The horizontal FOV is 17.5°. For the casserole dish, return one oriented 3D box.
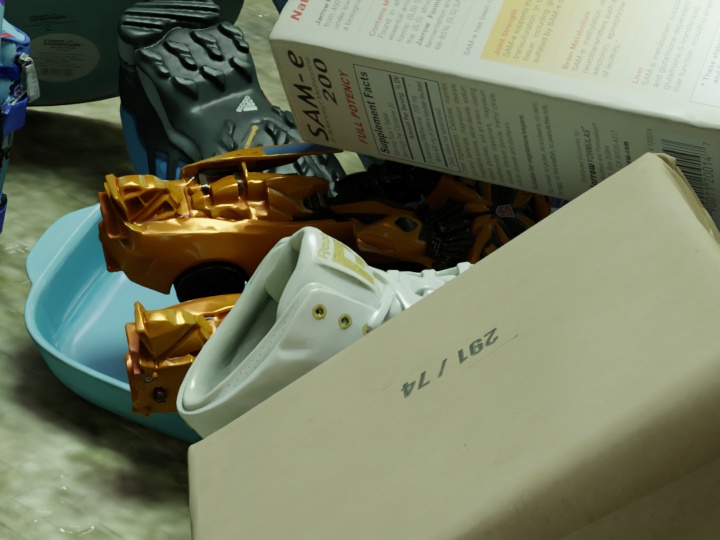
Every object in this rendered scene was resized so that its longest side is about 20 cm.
[{"bbox_3d":[-0.045,0.031,0.973,0.199,0.039,0.121,21,46,13],"label":"casserole dish"}]

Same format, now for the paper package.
[{"bbox_3d":[0.053,0.074,0.739,0.200,0.104,0.191,-32,17,6],"label":"paper package"}]

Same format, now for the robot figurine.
[{"bbox_3d":[0.000,0.000,0.939,0.199,0.058,0.145,-7,51,-12],"label":"robot figurine"}]

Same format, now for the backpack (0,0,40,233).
[{"bbox_3d":[-0.231,-0.110,1.017,0.182,0.201,0.134,24,27,25],"label":"backpack"}]

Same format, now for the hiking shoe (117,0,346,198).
[{"bbox_3d":[-0.056,-0.037,1.097,0.074,0.087,0.200,-14,58,-22],"label":"hiking shoe"}]

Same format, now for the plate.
[{"bbox_3d":[-0.153,-0.128,1.139,0.199,0.200,0.026,3,59,-20],"label":"plate"}]

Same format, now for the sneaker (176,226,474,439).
[{"bbox_3d":[0.029,0.018,0.849,0.116,0.200,0.074,49,5,-27],"label":"sneaker"}]

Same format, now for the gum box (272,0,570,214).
[{"bbox_3d":[0.035,-0.078,1.099,0.044,0.170,0.200,-36,33,-10],"label":"gum box"}]

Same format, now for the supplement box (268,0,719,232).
[{"bbox_3d":[0.081,-0.098,0.915,0.199,0.074,0.126,14,61,21],"label":"supplement box"}]
